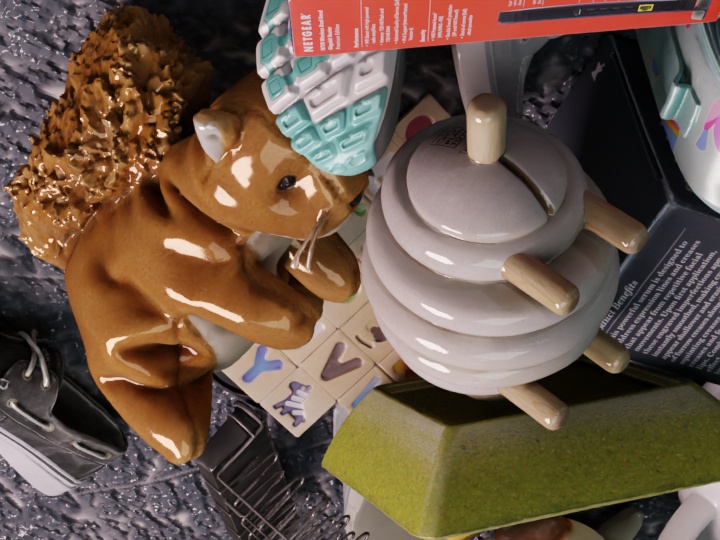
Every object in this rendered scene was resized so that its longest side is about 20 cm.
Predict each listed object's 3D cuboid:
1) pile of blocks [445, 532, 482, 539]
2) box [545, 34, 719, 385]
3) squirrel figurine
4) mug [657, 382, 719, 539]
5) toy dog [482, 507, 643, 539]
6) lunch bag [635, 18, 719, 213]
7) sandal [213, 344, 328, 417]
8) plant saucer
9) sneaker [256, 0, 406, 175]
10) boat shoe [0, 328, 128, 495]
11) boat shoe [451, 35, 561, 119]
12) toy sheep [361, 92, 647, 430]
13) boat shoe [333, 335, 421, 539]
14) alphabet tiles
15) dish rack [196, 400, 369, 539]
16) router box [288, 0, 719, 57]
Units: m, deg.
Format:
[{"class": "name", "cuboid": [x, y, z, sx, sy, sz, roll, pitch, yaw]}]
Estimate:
[{"class": "pile of blocks", "cuboid": [0.113, 0.121, 1.027, 0.199, 0.062, 0.082, -30, 166, 14]}, {"class": "box", "cuboid": [0.209, -0.021, 0.854, 0.199, 0.149, 0.107, 16, 128, -19]}, {"class": "squirrel figurine", "cuboid": [-0.087, -0.043, 0.770, 0.200, 0.141, 0.187, 42, 140, 10]}, {"class": "mug", "cuboid": [0.267, 0.167, 1.014, 0.200, 0.147, 0.176, -41, 122, -16]}, {"class": "toy dog", "cuboid": [0.129, 0.230, 1.044, 0.193, 0.140, 0.200, -28, 165, -5]}, {"class": "lunch bag", "cuboid": [0.216, -0.098, 0.749, 0.160, 0.201, 0.077, 12, 128, -14]}, {"class": "sandal", "cuboid": [-0.084, 0.034, 0.930, 0.075, 0.048, 0.201, -15, 129, 26]}, {"class": "plant saucer", "cuboid": [0.093, 0.086, 0.853, 0.199, 0.200, 0.048, -9, 96, -15]}, {"class": "sneaker", "cuboid": [0.005, -0.133, 0.708, 0.077, 0.201, 0.091, -16, 155, 35]}, {"class": "boat shoe", "cuboid": [-0.215, 0.067, 0.953, 0.071, 0.072, 0.200, -29, 140, 8]}, {"class": "boat shoe", "cuboid": [0.077, -0.145, 0.788, 0.068, 0.072, 0.201, -8, 124, 2]}, {"class": "toy sheep", "cuboid": [0.064, -0.007, 0.740, 0.137, 0.138, 0.201, -3, 137, -3]}, {"class": "boat shoe", "cuboid": [0.017, 0.101, 1.001, 0.070, 0.072, 0.202, -11, 129, -20]}, {"class": "alphabet tiles", "cuboid": [0.000, 0.000, 0.893, 0.200, 0.006, 0.166, -43, 109, 8]}, {"class": "dish rack", "cuboid": [-0.021, 0.188, 0.978, 0.055, 0.200, 0.154, -43, 154, -17]}, {"class": "router box", "cuboid": [0.051, -0.194, 0.645, 0.178, 0.201, 0.049, -6, 160, -2]}]
